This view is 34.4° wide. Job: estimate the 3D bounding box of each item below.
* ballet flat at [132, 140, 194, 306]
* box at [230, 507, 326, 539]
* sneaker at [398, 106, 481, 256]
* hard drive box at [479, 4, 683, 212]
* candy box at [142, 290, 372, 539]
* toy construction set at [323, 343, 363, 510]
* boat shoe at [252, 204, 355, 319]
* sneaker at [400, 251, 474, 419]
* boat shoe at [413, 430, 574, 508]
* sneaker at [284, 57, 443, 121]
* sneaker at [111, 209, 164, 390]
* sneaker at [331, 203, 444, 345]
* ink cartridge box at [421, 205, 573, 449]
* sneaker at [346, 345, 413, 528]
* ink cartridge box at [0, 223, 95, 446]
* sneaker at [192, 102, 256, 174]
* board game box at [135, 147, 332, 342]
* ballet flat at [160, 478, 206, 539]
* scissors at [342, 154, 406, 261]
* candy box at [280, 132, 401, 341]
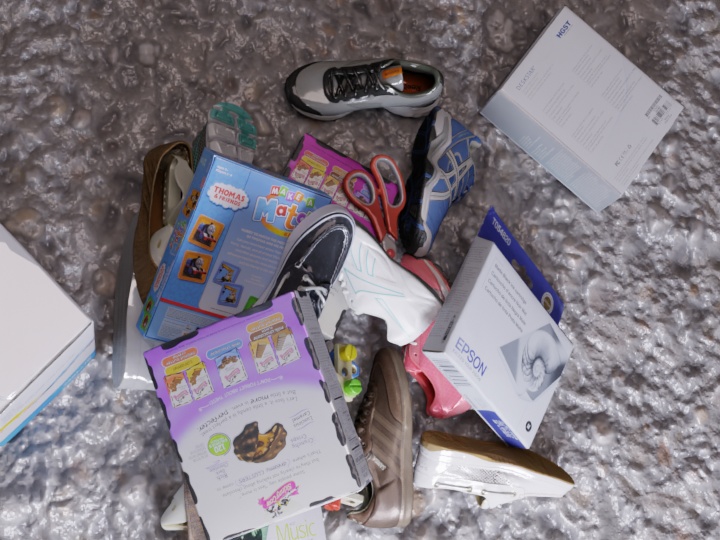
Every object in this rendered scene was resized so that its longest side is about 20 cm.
[{"bbox_3d":[-0.203,-0.053,1.251,0.067,0.072,0.203,18,59,-32],"label":"ballet flat"},{"bbox_3d":[-0.100,0.273,1.243,0.143,0.036,0.204,0,74,-46],"label":"box"},{"bbox_3d":[0.097,-0.102,1.375,0.076,0.076,0.203,23,60,-14],"label":"sneaker"},{"bbox_3d":[0.275,-0.201,1.450,0.199,0.077,0.156,40,72,-2],"label":"hard drive box"},{"bbox_3d":[-0.100,0.144,1.149,0.165,0.072,0.203,-21,85,8],"label":"candy box"},{"bbox_3d":[-0.053,0.163,1.250,0.130,0.092,0.202,30,40,-33],"label":"toy construction set"},{"bbox_3d":[-0.063,0.026,1.215,0.071,0.068,0.201,37,90,-32],"label":"boat shoe"},{"bbox_3d":[0.079,0.076,1.344,0.086,0.074,0.203,-21,83,-15],"label":"sneaker"},{"bbox_3d":[0.149,0.237,1.333,0.197,0.071,0.070,15,101,-17],"label":"boat shoe"},{"bbox_3d":[0.006,-0.226,1.394,0.196,0.079,0.075,-4,80,-12],"label":"sneaker"},{"bbox_3d":[-0.211,0.038,1.297,0.114,0.073,0.204,10,70,-26],"label":"sneaker"},{"bbox_3d":[0.000,0.000,1.285,0.200,0.070,0.080,44,97,5],"label":"sneaker"},{"bbox_3d":[0.170,0.065,1.319,0.200,0.040,0.202,46,59,-36],"label":"ink cartridge box"},{"bbox_3d":[0.017,0.186,1.307,0.074,0.070,0.204,-1,77,-12],"label":"sneaker"},{"bbox_3d":[-0.368,0.069,1.177,0.147,0.200,0.146,45,72,0],"label":"ink cartridge box"},{"bbox_3d":[-0.163,-0.083,1.317,0.077,0.091,0.204,16,66,-29],"label":"sneaker"},{"bbox_3d":[-0.132,-0.010,1.227,0.150,0.037,0.203,18,101,-34],"label":"board game box"},{"bbox_3d":[-0.180,0.289,1.243,0.066,0.068,0.204,-3,77,-3],"label":"ballet flat"},{"bbox_3d":[0.038,-0.033,1.331,0.072,0.014,0.203,-18,85,-20],"label":"scissors"},{"bbox_3d":[-0.055,-0.035,1.345,0.135,0.061,0.202,28,72,-8],"label":"candy box"}]
